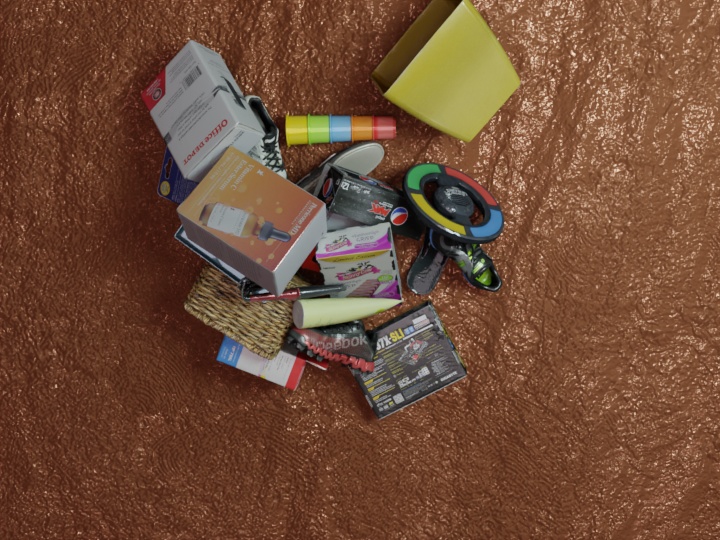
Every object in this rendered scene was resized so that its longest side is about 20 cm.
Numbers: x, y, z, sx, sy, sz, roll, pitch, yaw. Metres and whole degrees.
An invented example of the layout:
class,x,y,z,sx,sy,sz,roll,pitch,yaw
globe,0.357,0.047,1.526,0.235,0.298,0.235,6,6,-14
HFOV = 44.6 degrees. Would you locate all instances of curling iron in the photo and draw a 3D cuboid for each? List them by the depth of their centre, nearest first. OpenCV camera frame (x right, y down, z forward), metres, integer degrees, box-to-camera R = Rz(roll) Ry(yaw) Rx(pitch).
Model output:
class,x,y,z,sx,sy,sz,roll,pitch,yaw
curling iron,-0.117,0.031,1.524,0.198,0.026,0.050,2,105,-20

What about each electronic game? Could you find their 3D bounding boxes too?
class,x,y,z,sx,sy,sz,roll,pitch,yaw
electronic game,0.164,-0.120,1.544,0.199,0.201,0.042,26,128,-4

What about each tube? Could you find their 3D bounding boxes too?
class,x,y,z,sx,sy,sz,roll,pitch,yaw
tube,-0.023,0.071,1.572,0.198,0.058,0.052,-4,119,-30

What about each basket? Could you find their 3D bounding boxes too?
class,x,y,z,sx,sy,sz,roll,pitch,yaw
basket,-0.203,0.046,1.624,0.199,0.143,0.150,29,99,-1

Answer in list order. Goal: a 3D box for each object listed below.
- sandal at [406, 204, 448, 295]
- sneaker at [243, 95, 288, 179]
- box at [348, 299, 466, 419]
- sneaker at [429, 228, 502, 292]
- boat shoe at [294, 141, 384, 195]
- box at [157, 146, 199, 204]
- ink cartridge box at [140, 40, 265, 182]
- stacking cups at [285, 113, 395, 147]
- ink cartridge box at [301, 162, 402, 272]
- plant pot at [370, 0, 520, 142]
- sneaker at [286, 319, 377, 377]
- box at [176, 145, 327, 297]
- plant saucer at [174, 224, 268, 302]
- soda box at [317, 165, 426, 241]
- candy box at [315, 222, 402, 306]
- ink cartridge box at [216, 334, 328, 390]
class,x,y,z,sx,sy,sz,roll,pitch,yaw
sandal,0.146,-0.045,1.635,0.075,0.048,0.202,19,104,-2
sneaker,-0.178,-0.219,1.578,0.075,0.087,0.201,-33,105,-29
box,0.083,0.173,1.692,0.199,0.049,0.161,-28,98,9
sneaker,0.197,-0.030,1.587,0.071,0.083,0.200,-49,125,-6
boat shoe,-0.050,-0.182,1.608,0.199,0.057,0.067,-35,129,6
box,-0.276,-0.157,1.608,0.199,0.032,0.122,26,115,16
ink cartridge box,-0.275,-0.271,1.526,0.144,0.083,0.201,-40,66,21
stacking cups,-0.035,-0.255,1.585,0.198,0.061,0.061,-1,104,3
ink cartridge box,-0.024,-0.078,1.603,0.161,0.057,0.202,16,101,-31
plant pot,0.154,-0.336,1.497,0.176,0.200,0.200,38,103,-17
sneaker,-0.045,0.123,1.603,0.199,0.071,0.099,22,90,-35
box,-0.177,-0.083,1.465,0.199,0.107,0.153,31,70,13
plant saucer,-0.226,-0.029,1.537,0.199,0.019,0.070,36,91,1
soda box,0.027,-0.117,1.545,0.199,0.063,0.071,17,106,-30
candy box,0.000,0.000,1.586,0.135,0.062,0.201,-8,147,5
ink cartridge box,-0.161,0.160,1.666,0.198,0.116,0.068,22,103,-2
